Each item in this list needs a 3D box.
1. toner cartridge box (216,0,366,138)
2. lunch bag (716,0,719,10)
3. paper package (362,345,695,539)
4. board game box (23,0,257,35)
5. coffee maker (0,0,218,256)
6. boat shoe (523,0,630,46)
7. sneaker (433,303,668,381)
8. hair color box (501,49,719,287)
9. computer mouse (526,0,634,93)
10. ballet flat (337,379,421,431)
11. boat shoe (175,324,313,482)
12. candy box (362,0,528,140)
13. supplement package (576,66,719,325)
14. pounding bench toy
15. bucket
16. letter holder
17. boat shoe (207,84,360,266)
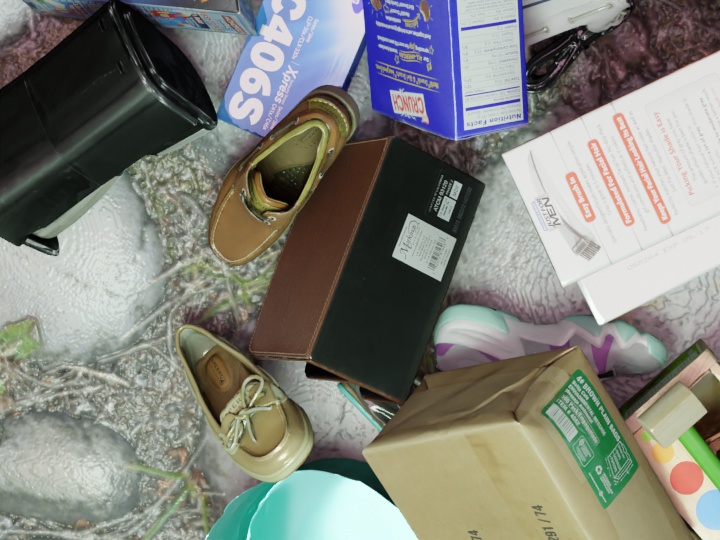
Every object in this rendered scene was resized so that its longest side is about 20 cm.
[{"bbox_3d":[-0.043,-0.205,1.744,0.095,0.043,0.200,23,96,5],"label":"toner cartridge box"},{"bbox_3d":[0.336,-0.281,1.624,0.139,0.168,0.200,-22,90,8],"label":"lunch bag"},{"bbox_3d":[0.133,0.177,1.603,0.190,0.103,0.200,-15,113,45],"label":"paper package"},{"bbox_3d":[-0.163,-0.287,1.731,0.199,0.062,0.200,22,84,15],"label":"board game box"},{"bbox_3d":[-0.243,-0.119,1.690,0.200,0.192,0.135,-36,82,15],"label":"coffee maker"},{"bbox_3d":[0.191,-0.229,1.655,0.200,0.074,0.067,-12,113,30],"label":"boat shoe"},{"bbox_3d":[0.154,0.109,1.705,0.199,0.078,0.140,4,73,17],"label":"sneaker"},{"bbox_3d":[0.218,-0.080,1.504,0.200,0.064,0.111,-25,91,7],"label":"hair color box"},{"bbox_3d":[0.123,-0.248,1.722,0.200,0.046,0.140,42,104,-1],"label":"computer mouse"},{"bbox_3d":[0.062,0.152,1.743,0.068,0.068,0.200,-37,89,-1],"label":"ballet flat"},{"bbox_3d":[-0.105,0.110,1.700,0.073,0.200,0.063,-46,126,-3],"label":"boat shoe"},{"bbox_3d":[0.064,-0.219,1.641,0.077,0.169,0.201,-10,107,-22],"label":"candy box"},{"bbox_3d":[0.228,-0.062,1.636,0.151,0.200,0.151,-27,89,8],"label":"supplement package"},{"bbox_3d":[0.286,0.160,1.642,0.124,0.200,0.156,-42,87,6],"label":"pounding bench toy"},{"bbox_3d":[-0.027,0.258,1.726,0.206,0.135,0.208,0,93,8],"label":"bucket"},{"bbox_3d":[0.000,0.000,1.716,0.100,0.142,0.201,26,78,-25],"label":"letter holder"},{"bbox_3d":[-0.078,-0.073,1.713,0.072,0.068,0.200,35,122,-1],"label":"boat shoe"}]
